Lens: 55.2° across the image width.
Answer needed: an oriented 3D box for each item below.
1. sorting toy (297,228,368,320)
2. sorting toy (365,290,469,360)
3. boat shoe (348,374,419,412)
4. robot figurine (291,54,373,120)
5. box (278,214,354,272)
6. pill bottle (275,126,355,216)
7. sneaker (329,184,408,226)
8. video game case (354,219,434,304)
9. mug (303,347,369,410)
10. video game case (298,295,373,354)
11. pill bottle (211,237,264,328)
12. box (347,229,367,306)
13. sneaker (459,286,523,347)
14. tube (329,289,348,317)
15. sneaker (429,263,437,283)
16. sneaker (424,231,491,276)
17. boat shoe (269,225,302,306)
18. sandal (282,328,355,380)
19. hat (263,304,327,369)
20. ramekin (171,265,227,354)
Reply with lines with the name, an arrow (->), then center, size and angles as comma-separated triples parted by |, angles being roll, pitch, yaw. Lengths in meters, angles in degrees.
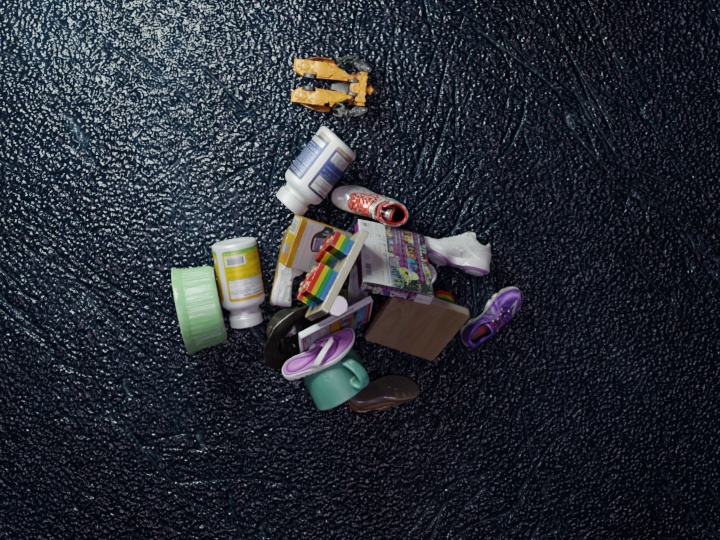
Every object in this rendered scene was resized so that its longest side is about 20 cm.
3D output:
sorting toy -> -0.077, 0.001, 1.563 | 0.068, 0.198, 0.204 | 29, 75, -9
sorting toy -> 0.138, 0.115, 1.706 | 0.194, 0.071, 0.202 | 19, 134, -15
boat shoe -> 0.057, 0.323, 1.784 | 0.194, 0.077, 0.073 | -1, 137, -16
robot figurine -> -0.065, -0.440, 1.636 | 0.194, 0.058, 0.150 | 6, 100, -6
box -> -0.095, -0.051, 1.676 | 0.197, 0.041, 0.122 | 16, 98, -43
pill bottle -> -0.110, -0.231, 1.641 | 0.110, 0.111, 0.201 | 39, 94, -11
sneaker -> 0.024, -0.159, 1.669 | 0.196, 0.108, 0.069 | 16, 98, -8
video game case -> 0.076, -0.022, 1.609 | 0.176, 0.204, 0.036 | 11, 135, -17
mug -> -0.055, 0.249, 1.704 | 0.182, 0.152, 0.116 | -27, 97, 21
video game case -> -0.061, 0.138, 1.682 | 0.196, 0.144, 0.018 | -27, 70, -14
pill bottle -> -0.291, 0.030, 1.668 | 0.108, 0.111, 0.206 | -8, 101, -4
box -> 0.000, 0.000, 1.715 | 0.041, 0.038, 0.206 | -6, 108, -42
sneaker -> 0.346, 0.129, 1.767 | 0.200, 0.083, 0.081 | -45, 102, 2
tube -> -0.060, 0.070, 1.654 | 0.057, 0.200, 0.053 | 30, 93, -9
sneaker -> 0.104, -0.019, 1.725 | 0.198, 0.082, 0.075 | 35, 88, 13
sneaker -> 0.239, -0.057, 1.740 | 0.195, 0.075, 0.102 | 19, 75, -6
boat shoe -> -0.173, -0.008, 1.698 | 0.067, 0.071, 0.205 | 12, 108, -8
sandal -> -0.102, 0.197, 1.641 | 0.200, 0.083, 0.050 | -32, 132, -1
hat -> -0.176, 0.143, 1.710 | 0.198, 0.081, 0.204 | -30, 141, -27
ramekin -> -0.379, 0.088, 1.630 | 0.095, 0.200, 0.206 | -12, 101, -11
